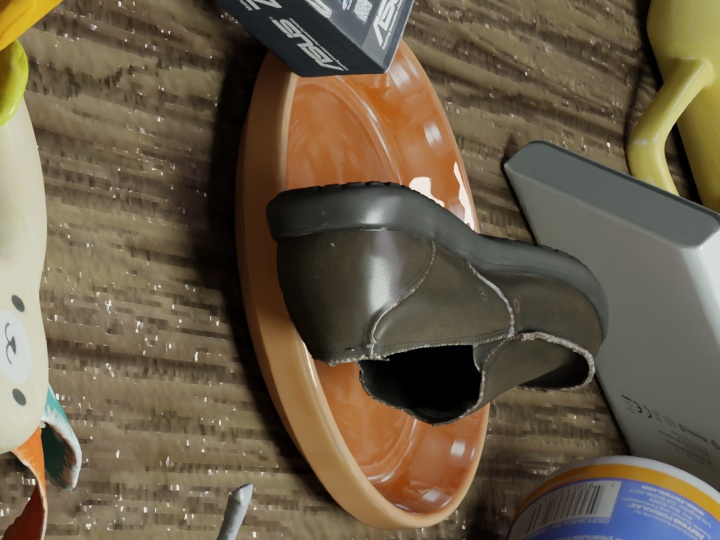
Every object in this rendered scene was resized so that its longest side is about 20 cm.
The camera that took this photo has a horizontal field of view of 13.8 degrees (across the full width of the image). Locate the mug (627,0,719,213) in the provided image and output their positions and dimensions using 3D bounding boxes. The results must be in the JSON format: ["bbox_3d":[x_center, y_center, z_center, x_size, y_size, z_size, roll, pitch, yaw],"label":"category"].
[{"bbox_3d":[0.225,-0.098,1.573,0.153,0.149,0.187,60,23,-24],"label":"mug"}]

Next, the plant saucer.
[{"bbox_3d":[0.000,0.000,1.134,0.200,0.032,0.201,-9,90,-68],"label":"plant saucer"}]

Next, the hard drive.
[{"bbox_3d":[0.146,0.039,1.358,0.026,0.132,0.200,-40,128,-19],"label":"hard drive"}]

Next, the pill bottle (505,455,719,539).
[{"bbox_3d":[0.092,0.174,1.182,0.200,0.112,0.112,-66,140,-53],"label":"pill bottle"}]

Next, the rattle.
[{"bbox_3d":[-0.078,-0.012,0.824,0.130,0.143,0.200,-86,155,-75],"label":"rattle"}]

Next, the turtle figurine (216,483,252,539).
[{"bbox_3d":[-0.020,0.163,0.845,0.200,0.144,0.194,-58,180,8],"label":"turtle figurine"}]

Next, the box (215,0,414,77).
[{"bbox_3d":[-0.019,-0.192,1.039,0.161,0.049,0.200,40,61,-44],"label":"box"}]

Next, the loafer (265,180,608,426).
[{"bbox_3d":[0.026,0.023,1.069,0.200,0.073,0.071,21,67,-55],"label":"loafer"}]
